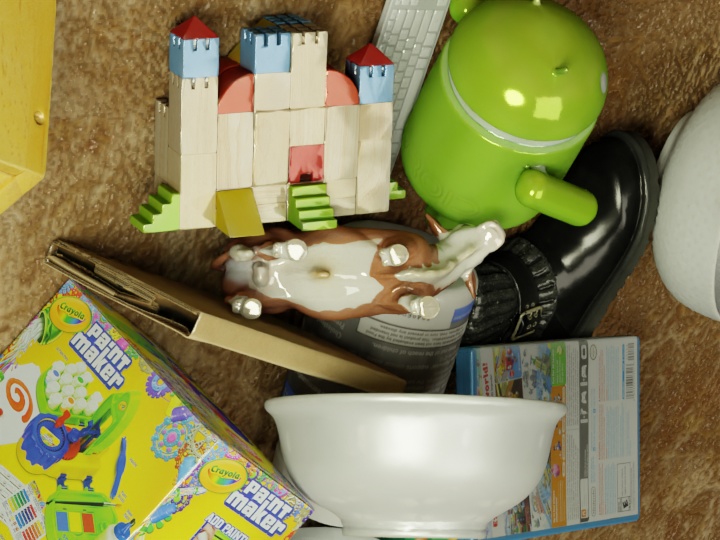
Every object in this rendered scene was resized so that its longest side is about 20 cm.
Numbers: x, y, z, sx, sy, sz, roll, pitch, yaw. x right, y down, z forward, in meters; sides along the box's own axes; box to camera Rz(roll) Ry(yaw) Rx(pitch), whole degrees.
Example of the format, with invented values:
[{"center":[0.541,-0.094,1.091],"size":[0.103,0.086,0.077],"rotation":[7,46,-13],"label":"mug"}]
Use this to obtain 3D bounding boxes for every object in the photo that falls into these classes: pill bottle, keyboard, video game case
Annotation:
[{"center":[0.005,0.076,1.787],"size":[0.113,0.114,0.201],"rotation":[-2,120,-38],"label":"pill bottle"},{"center":[0.029,-0.151,1.720],"size":[0.056,0.011,0.201],"rotation":[-1,120,-39],"label":"keyboard"},{"center":[0.142,0.124,1.854],"size":[0.199,0.018,0.144],"rotation":[-2,93,-47],"label":"video game case"}]

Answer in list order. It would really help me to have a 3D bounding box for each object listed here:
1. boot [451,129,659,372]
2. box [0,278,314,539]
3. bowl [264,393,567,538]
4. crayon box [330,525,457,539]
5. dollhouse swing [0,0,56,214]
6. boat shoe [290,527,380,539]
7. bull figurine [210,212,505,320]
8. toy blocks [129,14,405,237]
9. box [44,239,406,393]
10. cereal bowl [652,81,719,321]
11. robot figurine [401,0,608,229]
[{"center":[0.124,-0.010,1.847],"size":[0.157,0.079,0.212],"rotation":[3,118,-40],"label":"boot"},{"center":[-0.174,0.149,1.633],"size":[0.193,0.200,0.122],"rotation":[-48,137,1],"label":"box"},{"center":[0.036,0.130,1.635],"size":[0.200,0.201,0.091],"rotation":[5,83,-41],"label":"bowl"},{"center":[0.065,0.189,1.919],"size":[0.199,0.058,0.119],"rotation":[-25,166,-23],"label":"crayon box"},{"center":[-0.312,-0.110,1.458],"size":[0.199,0.175,0.183],"rotation":[20,65,-45],"label":"dollhouse swing"},{"center":[-0.063,0.222,1.798],"size":[0.199,0.057,0.069],"rotation":[7,134,5],"label":"boat shoe"},{"center":[0.000,0.000,1.648],"size":[0.199,0.121,0.066],"rotation":[-5,94,-1],"label":"bull figurine"},{"center":[-0.056,-0.105,1.634],"size":[0.199,0.100,0.138],"rotation":[-5,109,-24],"label":"toy blocks"},{"center":[-0.088,0.035,1.647],"size":[0.200,0.163,0.021],"rotation":[22,92,-46],"label":"box"},{"center":[0.277,-0.066,1.906],"size":[0.200,0.083,0.201],"rotation":[-47,150,-39],"label":"cereal bowl"},{"center":[0.098,-0.107,1.703],"size":[0.115,0.176,0.200],"rotation":[-4,148,-22],"label":"robot figurine"}]
